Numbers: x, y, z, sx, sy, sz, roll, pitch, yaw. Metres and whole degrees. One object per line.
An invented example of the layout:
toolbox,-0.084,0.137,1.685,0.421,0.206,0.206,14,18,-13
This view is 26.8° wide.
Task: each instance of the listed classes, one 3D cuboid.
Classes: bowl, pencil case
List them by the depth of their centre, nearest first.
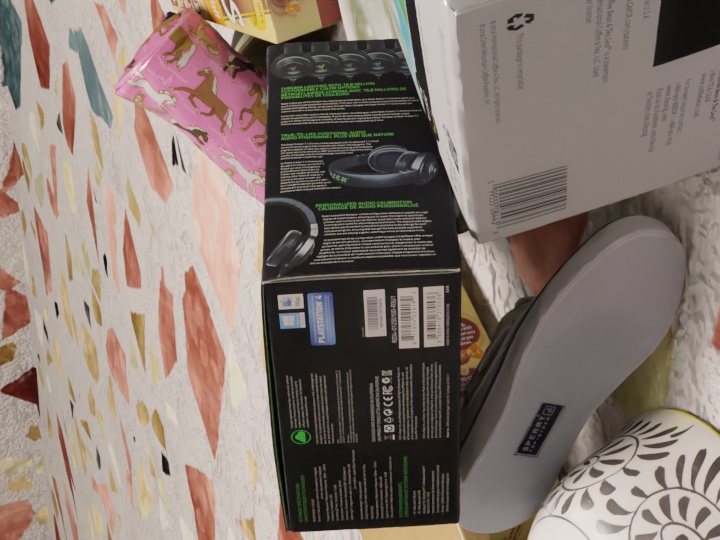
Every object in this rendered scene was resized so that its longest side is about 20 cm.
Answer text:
bowl,0.132,0.177,0.757,0.200,0.093,0.203,170,90,-69
pencil case,-0.078,-0.097,1.081,0.083,0.200,0.087,-46,14,15

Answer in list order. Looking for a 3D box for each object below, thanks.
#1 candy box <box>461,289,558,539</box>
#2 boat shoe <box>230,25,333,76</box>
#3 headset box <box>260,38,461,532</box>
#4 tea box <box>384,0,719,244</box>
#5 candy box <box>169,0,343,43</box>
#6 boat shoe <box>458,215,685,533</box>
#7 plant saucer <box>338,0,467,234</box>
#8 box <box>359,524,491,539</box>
candy box,0.055,0.098,0.964,0.116,0.055,0.201,105,149,-50
boat shoe,-0.056,-0.205,1.141,0.201,0.071,0.067,121,142,-55
headset box,0.000,0.000,0.778,0.201,0.092,0.175,-93,0,-48
tea box,0.073,-0.152,0.628,0.200,0.132,0.198,74,178,-66
candy box,-0.088,-0.229,1.030,0.200,0.055,0.116,31,140,59
boat shoe,0.093,0.044,0.782,0.201,0.073,0.066,-58,30,26
plant saucer,0.042,-0.123,0.892,0.200,0.050,0.202,159,90,-80
box,0.041,0.172,0.905,0.164,0.021,0.202,118,136,-59
